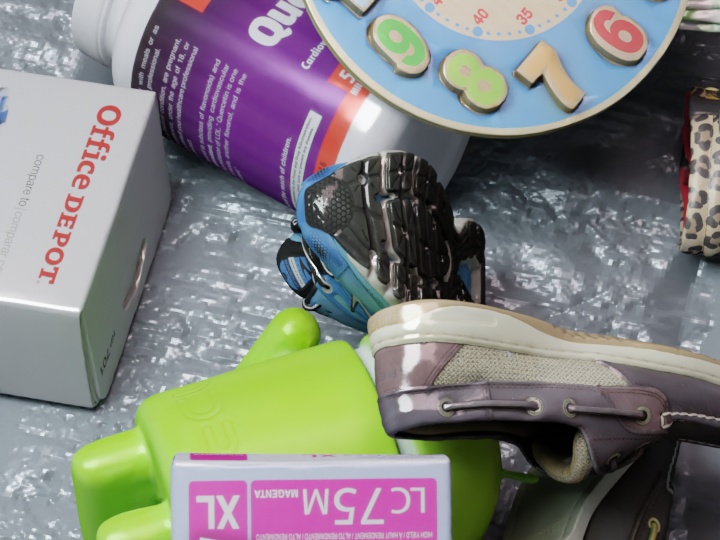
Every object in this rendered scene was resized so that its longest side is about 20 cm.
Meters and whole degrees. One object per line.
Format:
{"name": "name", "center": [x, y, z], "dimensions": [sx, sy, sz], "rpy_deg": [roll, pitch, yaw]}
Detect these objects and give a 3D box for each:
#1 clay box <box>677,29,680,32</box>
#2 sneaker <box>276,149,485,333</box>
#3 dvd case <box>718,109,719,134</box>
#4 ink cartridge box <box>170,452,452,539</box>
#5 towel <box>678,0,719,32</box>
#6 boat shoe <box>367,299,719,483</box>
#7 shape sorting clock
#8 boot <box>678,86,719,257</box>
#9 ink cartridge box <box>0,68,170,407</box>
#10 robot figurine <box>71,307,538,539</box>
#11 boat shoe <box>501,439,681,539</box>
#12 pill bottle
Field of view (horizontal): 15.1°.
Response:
{"name": "clay box", "center": [0.100, -0.204, 1.396], "dimensions": [0.115, 0.048, 0.200], "rpy_deg": [-27, 80, -15]}
{"name": "sneaker", "center": [0.000, 0.000, 1.270], "dimensions": [0.090, 0.200, 0.078], "rpy_deg": [-4, 74, 14]}
{"name": "dvd case", "center": [0.285, -0.122, 1.359], "dimensions": [0.150, 0.025, 0.200], "rpy_deg": [19, 56, 19]}
{"name": "ink cartridge box", "center": [-0.020, 0.178, 1.146], "dimensions": [0.119, 0.042, 0.200], "rpy_deg": [0, 92, -2]}
{"name": "towel", "center": [0.108, -0.194, 1.355], "dimensions": [0.200, 0.023, 0.153], "rpy_deg": [1, 76, -5]}
{"name": "boat shoe", "center": [0.093, 0.062, 1.190], "dimensions": [0.200, 0.072, 0.065], "rpy_deg": [14, 72, -26]}
{"name": "shape sorting clock", "center": [0.065, -0.162, 1.311], "dimensions": [0.200, 0.039, 0.200], "rpy_deg": [1, 76, -6]}
{"name": "boot", "center": [0.241, -0.077, 1.388], "dimensions": [0.150, 0.073, 0.200], "rpy_deg": [5, 58, 5]}
{"name": "ink cartridge box", "center": [-0.209, -0.026, 1.347], "dimensions": [0.200, 0.086, 0.147], "rpy_deg": [8, 53, 9]}
{"name": "robot figurine", "center": [-0.026, 0.096, 1.229], "dimensions": [0.200, 0.116, 0.176], "rpy_deg": [-16, 49, -12]}
{"name": "boat shoe", "center": [0.105, 0.126, 1.240], "dimensions": [0.061, 0.072, 0.201], "rpy_deg": [50, 44, -15]}
{"name": "pill bottle", "center": [-0.047, -0.102, 1.383], "dimensions": [0.200, 0.113, 0.112], "rpy_deg": [29, 58, 21]}
